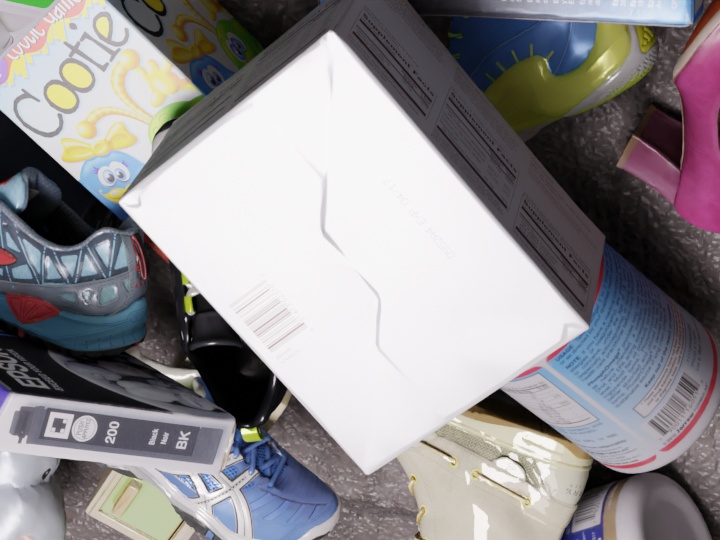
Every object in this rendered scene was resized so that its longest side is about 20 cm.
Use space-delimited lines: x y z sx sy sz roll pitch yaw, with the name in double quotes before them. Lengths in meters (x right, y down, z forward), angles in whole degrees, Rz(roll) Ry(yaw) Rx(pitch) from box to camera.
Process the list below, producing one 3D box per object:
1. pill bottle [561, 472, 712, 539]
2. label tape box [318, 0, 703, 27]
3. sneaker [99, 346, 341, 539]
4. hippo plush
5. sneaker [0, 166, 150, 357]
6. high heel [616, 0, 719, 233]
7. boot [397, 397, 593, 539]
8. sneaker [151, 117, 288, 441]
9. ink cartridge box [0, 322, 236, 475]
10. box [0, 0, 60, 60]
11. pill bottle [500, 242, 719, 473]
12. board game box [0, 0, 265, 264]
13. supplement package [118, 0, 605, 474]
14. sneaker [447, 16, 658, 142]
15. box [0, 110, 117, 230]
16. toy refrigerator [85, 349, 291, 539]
"pill bottle" 0.135 0.218 1.424 0.200 0.116 0.116 -23 119 34
"label tape box" 0.081 -0.207 1.089 0.199 0.063 0.145 5 108 15
"sneaker" -0.099 0.117 1.357 0.199 0.076 0.077 28 134 -9
"hippo plush" -0.288 0.149 1.524 0.160 0.159 0.201 -9 84 4
"sneaker" -0.211 -0.022 1.240 0.199 0.079 0.096 16 110 14
"high heel" 0.217 -0.092 1.157 0.096 0.068 0.200 31 153 4
"boot" 0.046 0.155 1.371 0.199 0.072 0.155 16 98 23
"sneaker" -0.073 0.009 1.192 0.071 0.083 0.201 -8 121 12
"ink cartridge box" -0.204 0.064 1.204 0.199 0.198 0.044 9 99 -35
"box" -0.250 -0.204 1.141 0.096 0.201 0.176 8 148 -44
"pill bottle" 0.122 0.032 1.246 0.109 0.109 0.200 -26 132 34
"board game box" -0.130 -0.112 1.236 0.103 0.105 0.200 -37 111 27
"supplement package" 0.005 -0.026 1.092 0.156 0.111 0.200 -35 104 25
"sneaker" 0.075 -0.121 1.202 0.200 0.076 0.105 -29 97 36
"box" -0.247 -0.010 1.371 0.147 0.104 0.200 18 133 4
"toy refrigerator" -0.117 0.115 1.455 0.076 0.070 0.200 30 132 -8
